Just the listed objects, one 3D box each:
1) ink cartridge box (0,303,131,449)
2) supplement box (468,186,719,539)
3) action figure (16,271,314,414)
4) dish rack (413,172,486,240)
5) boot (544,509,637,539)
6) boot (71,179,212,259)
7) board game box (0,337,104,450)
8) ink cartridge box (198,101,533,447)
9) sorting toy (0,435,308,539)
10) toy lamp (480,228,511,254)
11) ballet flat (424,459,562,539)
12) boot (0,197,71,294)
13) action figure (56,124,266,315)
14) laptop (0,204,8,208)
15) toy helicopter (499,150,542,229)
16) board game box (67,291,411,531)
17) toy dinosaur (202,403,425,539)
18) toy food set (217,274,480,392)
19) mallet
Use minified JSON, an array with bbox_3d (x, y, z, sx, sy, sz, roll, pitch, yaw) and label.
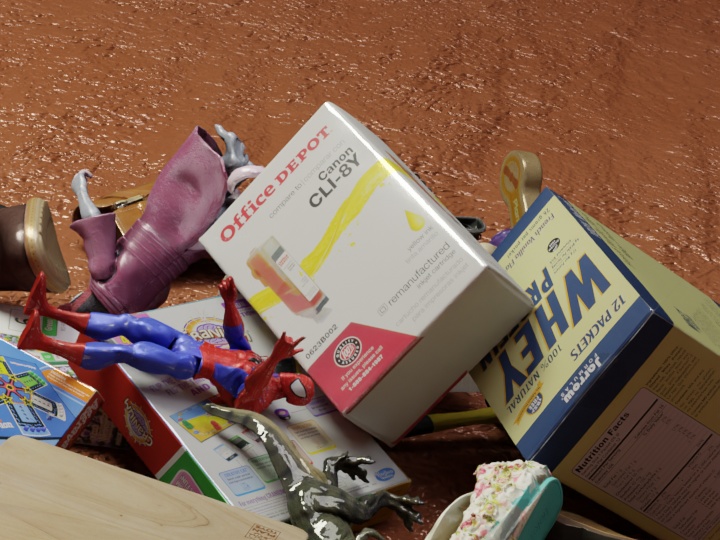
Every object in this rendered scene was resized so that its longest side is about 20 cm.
[{"bbox_3d":[-0.256,0.067,1.449,0.200,0.050,0.109,10,24,-10],"label":"ink cartridge box"},{"bbox_3d":[0.194,0.077,1.454,0.200,0.134,0.200,32,13,-30],"label":"supplement box"},{"bbox_3d":[-0.113,0.037,1.342,0.200,0.099,0.065,20,35,-16],"label":"action figure"},{"bbox_3d":[0.009,-0.057,1.870,0.153,0.055,0.200,3,24,-22],"label":"dish rack"},{"bbox_3d":[0.185,0.204,1.346,0.200,0.074,0.075,26,16,34],"label":"boot"},{"bbox_3d":[-0.131,-0.027,1.711,0.200,0.074,0.155,16,19,41],"label":"boot"},{"bbox_3d":[-0.277,0.083,1.363,0.200,0.019,0.103,26,70,28],"label":"board game box"},{"bbox_3d":[0.000,0.000,1.441,0.200,0.145,0.083,48,8,35],"label":"ink cartridge box"},{"bbox_3d":[-0.158,0.194,1.185,0.200,0.070,0.199,17,24,11],"label":"sorting toy"},{"bbox_3d":[0.046,-0.019,1.692,0.200,0.058,0.058,4,24,-33],"label":"toy lamp"},{"bbox_3d":[0.063,0.191,1.283,0.064,0.076,0.200,11,36,27],"label":"ballet flat"},{"bbox_3d":[-0.301,0.000,1.487,0.166,0.072,0.200,-17,9,-9],"label":"boot"},{"bbox_3d":[-0.149,-0.012,1.560,0.149,0.200,0.134,38,-7,44],"label":"action figure"},{"bbox_3d":[-0.373,-0.084,1.672,0.200,0.103,0.177,20,24,17],"label":"laptop"},{"bbox_3d":[0.143,-0.012,1.651,0.079,0.132,0.200,4,62,-21],"label":"toy helicopter"},{"bbox_3d":[-0.083,0.104,1.395,0.153,0.040,0.200,-11,50,-44],"label":"board game box"},{"bbox_3d":[-0.017,0.148,1.310,0.088,0.047,0.200,-10,50,-35],"label":"toy dinosaur"},{"bbox_3d":[-0.006,0.049,1.617,0.143,0.060,0.200,3,17,-35],"label":"toy food set"},{"bbox_3d":[0.054,0.109,1.535,0.200,0.041,0.066,-2,30,-22],"label":"mallet"}]
